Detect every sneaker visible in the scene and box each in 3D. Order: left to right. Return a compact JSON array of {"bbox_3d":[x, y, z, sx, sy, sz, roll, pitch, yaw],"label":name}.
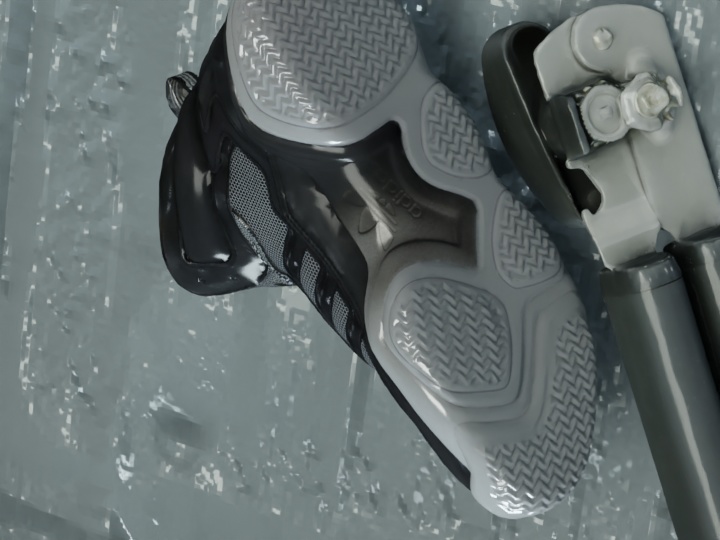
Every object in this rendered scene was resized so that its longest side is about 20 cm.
[{"bbox_3d":[0.000,0.000,0.938,0.114,0.075,0.201,-35,81,53],"label":"sneaker"}]

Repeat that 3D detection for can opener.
[{"bbox_3d":[0.100,0.007,0.920,0.066,0.052,0.201,-16,94,65],"label":"can opener"}]
